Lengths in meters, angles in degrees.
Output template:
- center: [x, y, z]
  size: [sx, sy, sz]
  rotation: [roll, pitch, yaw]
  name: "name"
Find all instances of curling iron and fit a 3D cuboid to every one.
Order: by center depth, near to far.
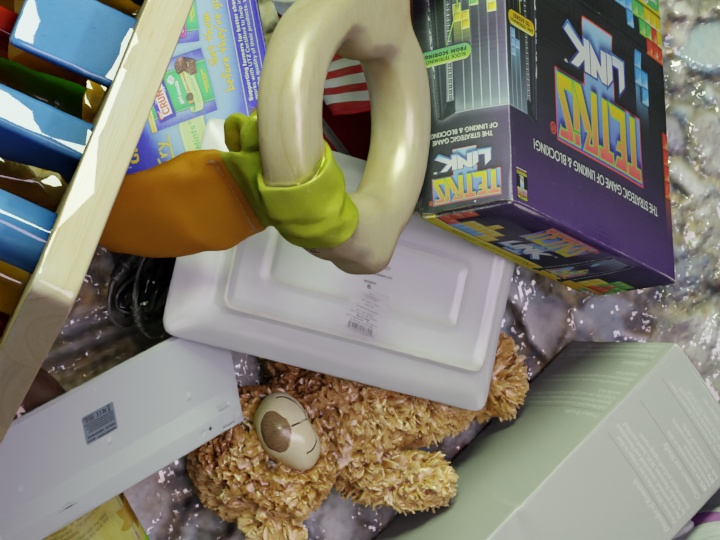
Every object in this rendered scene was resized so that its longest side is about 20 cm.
- center: [-0.046, -0.025, 1.293]
  size: [0.199, 0.025, 0.050]
  rotation: [-29, 124, -29]
  name: "curling iron"

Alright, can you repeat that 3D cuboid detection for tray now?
- center: [0.000, 0.000, 1.252]
  size: [0.199, 0.022, 0.108]
  rotation: [15, 86, -34]
  name: "tray"

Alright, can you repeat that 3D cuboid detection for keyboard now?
- center: [-0.120, 0.078, 1.170]
  size: [0.200, 0.011, 0.057]
  rotation: [-29, 109, -50]
  name: "keyboard"

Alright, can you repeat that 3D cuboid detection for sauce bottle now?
- center: [-0.153, 0.090, 1.182]
  size: [0.065, 0.065, 0.201]
  rotation: [-40, 129, -23]
  name: "sauce bottle"

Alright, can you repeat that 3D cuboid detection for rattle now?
- center: [-0.032, -0.101, 1.186]
  size: [0.130, 0.142, 0.202]
  rotation: [20, 71, -41]
  name: "rattle"

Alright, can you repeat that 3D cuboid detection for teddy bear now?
- center: [0.003, 0.062, 1.301]
  size: [0.199, 0.067, 0.146]
  rotation: [-8, 91, -30]
  name: "teddy bear"

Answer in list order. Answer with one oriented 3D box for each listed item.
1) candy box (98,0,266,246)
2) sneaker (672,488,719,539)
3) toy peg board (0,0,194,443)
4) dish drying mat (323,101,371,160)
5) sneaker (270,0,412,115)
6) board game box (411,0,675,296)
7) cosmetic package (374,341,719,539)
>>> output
- center: [-0.147, -0.097, 1.209]
  size: [0.199, 0.077, 0.171]
  rotation: [-15, 100, -30]
  name: "candy box"
- center: [0.209, 0.141, 1.332]
  size: [0.140, 0.200, 0.078]
  rotation: [-43, 105, -4]
  name: "sneaker"
- center: [-0.148, -0.051, 1.044]
  size: [0.097, 0.199, 0.201]
  rotation: [22, 62, -8]
  name: "toy peg board"
- center: [0.042, -0.060, 1.335]
  size: [0.199, 0.018, 0.078]
  rotation: [3, 81, -36]
  name: "dish drying mat"
- center: [0.013, -0.150, 1.298]
  size: [0.200, 0.078, 0.116]
  rotation: [-54, 135, -43]
  name: "sneaker"
- center: [0.096, -0.088, 1.291]
  size: [0.200, 0.056, 0.167]
  rotation: [21, 63, -58]
  name: "board game box"
- center: [0.097, 0.129, 1.335]
  size: [0.200, 0.107, 0.090]
  rotation: [-45, 110, -20]
  name: "cosmetic package"
